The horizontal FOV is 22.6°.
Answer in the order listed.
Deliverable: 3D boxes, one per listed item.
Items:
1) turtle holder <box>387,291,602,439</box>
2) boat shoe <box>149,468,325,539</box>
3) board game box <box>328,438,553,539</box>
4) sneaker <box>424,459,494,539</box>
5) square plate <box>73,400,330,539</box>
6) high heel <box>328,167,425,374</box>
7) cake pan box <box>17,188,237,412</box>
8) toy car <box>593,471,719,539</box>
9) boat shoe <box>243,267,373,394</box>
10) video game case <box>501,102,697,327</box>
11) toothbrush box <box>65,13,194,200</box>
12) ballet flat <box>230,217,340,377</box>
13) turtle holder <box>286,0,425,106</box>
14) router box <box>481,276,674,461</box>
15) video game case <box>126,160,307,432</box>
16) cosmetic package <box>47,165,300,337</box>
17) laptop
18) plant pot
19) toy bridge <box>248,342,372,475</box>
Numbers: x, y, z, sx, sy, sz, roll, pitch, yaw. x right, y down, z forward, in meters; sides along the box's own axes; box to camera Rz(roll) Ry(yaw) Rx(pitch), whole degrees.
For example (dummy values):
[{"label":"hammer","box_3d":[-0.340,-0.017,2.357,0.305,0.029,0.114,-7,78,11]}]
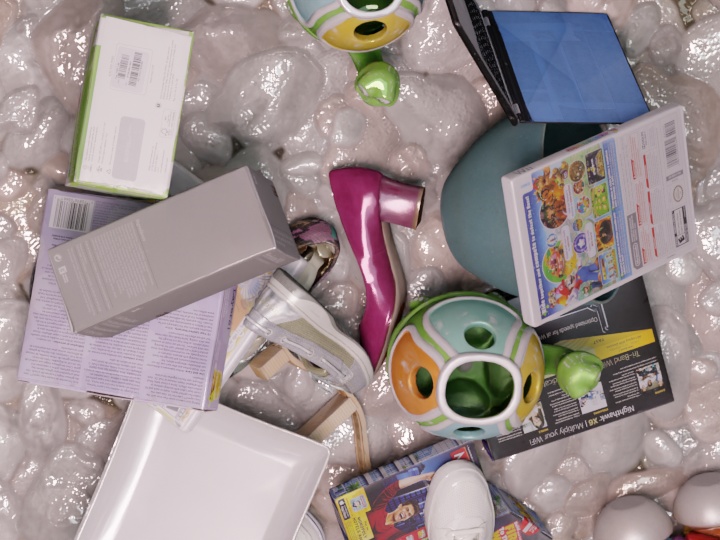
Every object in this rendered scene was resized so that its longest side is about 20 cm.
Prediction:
[{"label":"turtle holder","box_3d":[0.118,0.103,1.703,0.185,0.132,0.142,28,97,-11]},{"label":"boat shoe","box_3d":[-0.121,0.243,1.779,0.201,0.086,0.075,31,96,-14]},{"label":"board game box","box_3d":[0.084,0.255,1.813,0.199,0.062,0.201,-22,119,-8]},{"label":"sneaker","box_3d":[0.109,0.292,1.738,0.073,0.116,0.202,-7,115,-13]},{"label":"square plate","box_3d":[-0.153,0.225,1.723,0.199,0.028,0.199,22,84,5]},{"label":"high heel","box_3d":[0.000,0.000,1.770,0.095,0.067,0.202,13,100,8]},{"label":"cake pan box","box_3d":[-0.217,0.027,1.685,0.198,0.052,0.186,7,86,11]},{"label":"toy car","box_3d":[0.339,0.316,1.838,0.198,0.150,0.176,-15,105,-6]},{"label":"boat shoe","box_3d":[-0.048,0.068,1.701,0.065,0.074,0.202,-46,149,-5]},{"label":"video game case","box_3d":[0.218,-0.051,1.616,0.199,0.018,0.144,-24,117,-27]},{"label":"toothbrush box","box_3d":[-0.209,-0.141,1.611,0.085,0.200,0.147,10,90,-10]},{"label":"ballet flat","box_3d":[-0.093,0.033,1.746,0.069,0.071,0.200,41,93,-18]},{"label":"turtle holder","box_3d":[-0.007,-0.258,1.665,0.140,0.132,0.187,17,99,-13]},{"label":"router box","box_3d":[0.200,0.084,1.813,0.198,0.052,0.158,-17,104,-4]},{"label":"video game case","box_3d":[-0.177,0.020,1.715,0.182,0.023,0.201,36,95,12]},{"label":"cosmetic package","box_3d":[-0.163,-0.015,1.600,0.199,0.107,0.091,-20,82,10]},{"label":"laptop","box_3d":[0.160,-0.231,1.656,0.115,0.188,0.200,-27,129,12]},{"label":"plant pot","box_3d":[0.155,-0.058,1.724,0.134,0.200,0.202,-10,107,28]},{"label":"toy bridge","box_3d":[-0.032,0.149,1.795,0.067,0.027,0.201,-42,115,-20]}]
